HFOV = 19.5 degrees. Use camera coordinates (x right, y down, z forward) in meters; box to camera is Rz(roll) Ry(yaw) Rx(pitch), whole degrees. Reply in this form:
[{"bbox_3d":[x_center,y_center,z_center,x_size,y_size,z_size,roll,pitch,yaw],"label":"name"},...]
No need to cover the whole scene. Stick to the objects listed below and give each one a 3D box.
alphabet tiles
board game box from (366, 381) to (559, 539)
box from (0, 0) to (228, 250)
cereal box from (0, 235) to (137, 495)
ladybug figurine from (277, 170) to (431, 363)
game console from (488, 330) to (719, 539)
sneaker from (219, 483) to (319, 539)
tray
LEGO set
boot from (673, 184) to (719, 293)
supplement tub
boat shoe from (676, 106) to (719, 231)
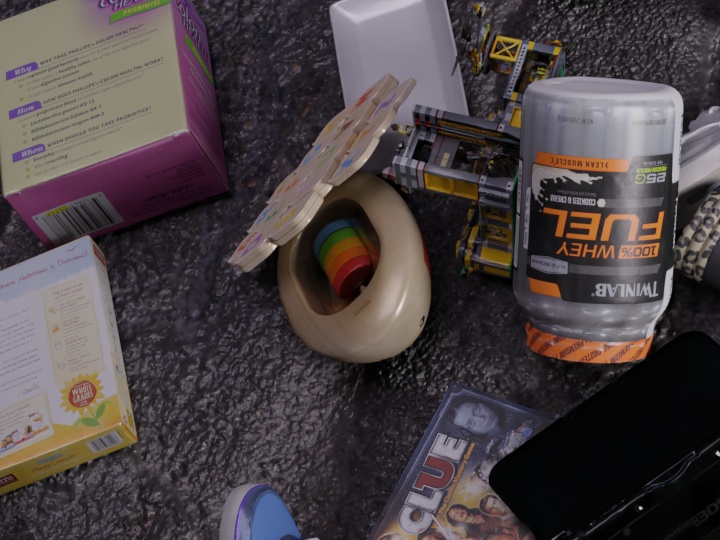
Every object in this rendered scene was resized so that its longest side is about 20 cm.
[{"bbox_3d":[-0.035,-0.081,1.707,0.195,0.015,0.201,-36,17,45],"label":"alphabet tiles"},{"bbox_3d":[0.083,0.193,1.561,0.135,0.035,0.201,17,67,30],"label":"board game box"},{"bbox_3d":[-0.224,-0.145,1.856,0.174,0.097,0.201,-19,55,10],"label":"box"},{"bbox_3d":[-0.273,0.080,1.777,0.143,0.040,0.201,-21,53,9],"label":"cereal box"},{"bbox_3d":[0.000,0.000,1.680,0.136,0.072,0.201,-44,40,17],"label":"ladybug figurine"},{"bbox_3d":[0.224,0.166,1.505,0.199,0.116,0.177,-34,92,-7],"label":"game console"},{"bbox_3d":[-0.014,0.241,1.495,0.146,0.080,0.202,-17,83,35],"label":"sneaker"},{"bbox_3d":[0.036,-0.169,1.820,0.106,0.022,0.201,-17,54,11],"label":"tray"},{"bbox_3d":[0.088,-0.102,1.674,0.115,0.154,0.202,14,69,13],"label":"LEGO set"},{"bbox_3d":[0.344,-0.039,1.573,0.153,0.074,0.204,34,80,30],"label":"boot"},{"bbox_3d":[0.176,-0.039,1.568,0.121,0.122,0.202,7,103,26],"label":"supplement tub"},{"bbox_3d":[0.279,-0.093,1.649,0.199,0.072,0.069,-33,55,12],"label":"boat shoe"}]
